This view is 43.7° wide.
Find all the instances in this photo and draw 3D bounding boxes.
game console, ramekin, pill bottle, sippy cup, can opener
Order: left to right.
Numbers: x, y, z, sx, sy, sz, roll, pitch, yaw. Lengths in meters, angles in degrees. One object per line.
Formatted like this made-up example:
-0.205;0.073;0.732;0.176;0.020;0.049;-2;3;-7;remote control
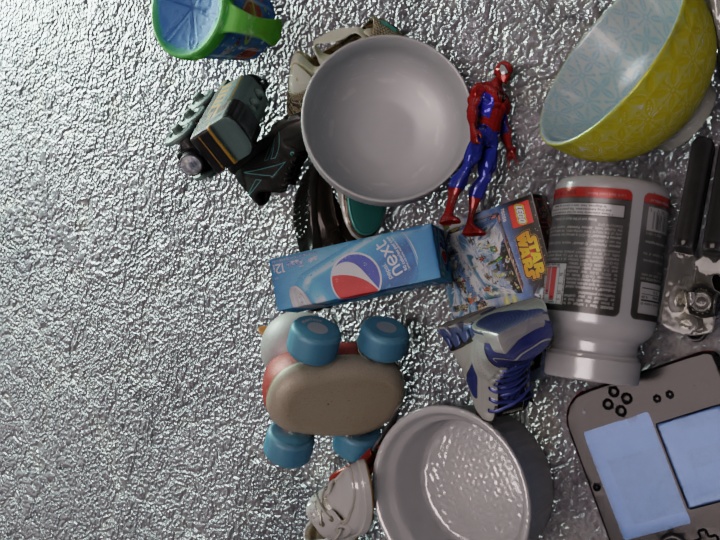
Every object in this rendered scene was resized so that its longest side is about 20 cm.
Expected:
-0.188;-0.342;1.210;0.140;0.130;0.178;-39;70;28;sippy cup
0.121;0.249;1.025;0.200;0.098;0.202;0;90;35;ramekin
0.245;0.011;0.912;0.115;0.116;0.201;6;88;34;pill bottle
0.319;0.202;0.927;0.176;0.031;0.201;-26;77;33;game console
0.343;-0.030;0.899;0.053;0.067;0.201;9;83;30;can opener

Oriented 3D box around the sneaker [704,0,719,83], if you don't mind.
0.386;-0.210;0.856;0.088;0.075;0.201;-11;86;15;sneaker

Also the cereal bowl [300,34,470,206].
0.030;-0.169;1.060;0.199;0.083;0.201;0;83;-3;cereal bowl

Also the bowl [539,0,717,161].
0.282;-0.180;0.886;0.107;0.200;0.200;31;115;-15;bowl

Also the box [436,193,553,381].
0.168;0.028;1.023;0.136;0.040;0.201;-18;81;35;box

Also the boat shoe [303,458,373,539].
-0.032;0.295;1.094;0.200;0.069;0.071;107;158;-48;boat shoe

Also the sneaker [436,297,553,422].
0.153;0.097;0.935;0.116;0.080;0.199;67;167;-1;sneaker

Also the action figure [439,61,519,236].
0.140;-0.142;1.008;0.052;0.065;0.201;-4;70;58;action figure

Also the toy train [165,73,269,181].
-0.179;-0.194;1.187;0.114;0.200;0.085;-24;117;22;toy train

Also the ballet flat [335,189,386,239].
-0.006;-0.134;1.135;0.069;0.069;0.201;-7;83;35;ballet flat

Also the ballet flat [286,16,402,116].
-0.040;-0.265;1.141;0.199;0.075;0.068;-24;54;33;ballet flat

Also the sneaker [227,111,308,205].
-0.096;-0.152;1.190;0.200;0.075;0.080;-26;88;46;sneaker

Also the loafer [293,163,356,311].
-0.042;-0.043;1.158;0.073;0.071;0.201;141;128;-63;loafer

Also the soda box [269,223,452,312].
0.000;0.000;1.042;0.199;0.068;0.065;-13;82;16;soda box

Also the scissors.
0.027;0.215;1.085;0.200;0.073;0.014;-55;37;38;scissors

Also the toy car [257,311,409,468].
-0.054;0.112;1.136;0.200;0.176;0.185;-125;43;-53;toy car
